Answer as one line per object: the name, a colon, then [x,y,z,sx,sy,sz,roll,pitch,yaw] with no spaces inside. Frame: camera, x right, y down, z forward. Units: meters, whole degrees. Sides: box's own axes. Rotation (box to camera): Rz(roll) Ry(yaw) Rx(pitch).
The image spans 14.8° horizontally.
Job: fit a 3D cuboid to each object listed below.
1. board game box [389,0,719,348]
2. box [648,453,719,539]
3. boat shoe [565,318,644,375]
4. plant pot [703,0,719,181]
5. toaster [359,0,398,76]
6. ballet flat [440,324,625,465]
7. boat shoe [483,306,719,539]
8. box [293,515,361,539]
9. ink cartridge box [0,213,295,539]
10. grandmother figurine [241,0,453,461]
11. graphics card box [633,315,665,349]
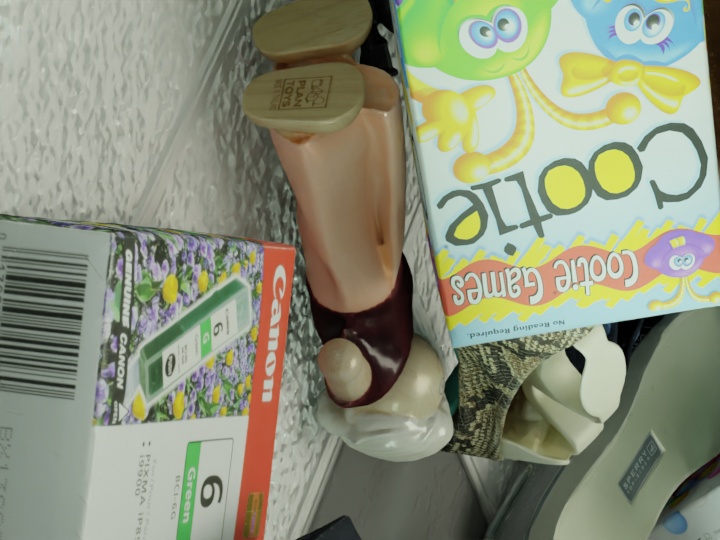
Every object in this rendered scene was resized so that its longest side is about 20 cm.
board game box: [0.063,-0.088,0.961,0.103,0.105,0.200,-97,177,-55]
box: [0.197,0.095,1.381,0.041,0.200,0.156,48,38,-2]
boat shoe: [0.129,0.001,1.318,0.084,0.069,0.200,65,35,-33]
plant pot: [0.245,-0.102,1.093,0.198,0.200,0.200,-19,114,-62]
toaster: [0.072,-0.189,1.077,0.181,0.119,0.200,-55,145,-47]
ballet flat: [0.068,0.042,1.118,0.068,0.075,0.200,-58,171,-19]
boat shoe: [0.118,0.084,1.326,0.201,0.072,0.070,-49,116,-39]
box: [-0.046,0.185,0.854,0.148,0.104,0.200,61,28,1]
ink cartridge box: [-0.061,0.041,0.919,0.200,0.050,0.109,3,93,-67]
grandmother figurine: [0.000,0.000,1.034,0.200,0.061,0.121,75,23,-44]
graphics card box: [0.183,-0.031,1.459,0.125,0.051,0.200,38,60,-73]
